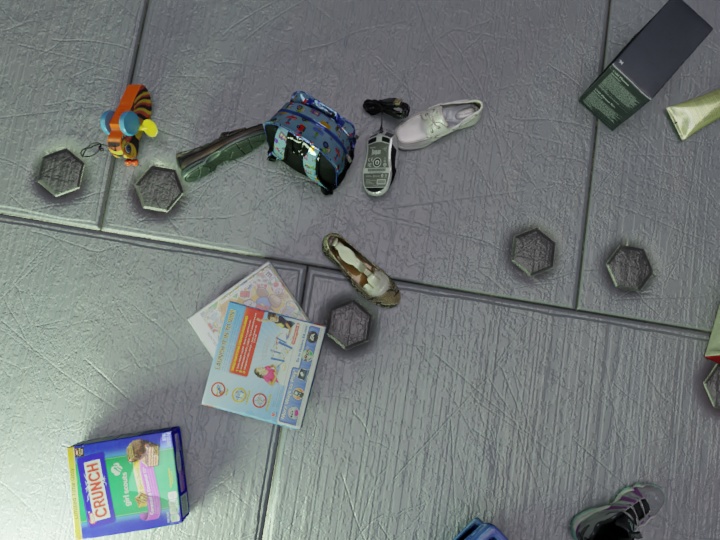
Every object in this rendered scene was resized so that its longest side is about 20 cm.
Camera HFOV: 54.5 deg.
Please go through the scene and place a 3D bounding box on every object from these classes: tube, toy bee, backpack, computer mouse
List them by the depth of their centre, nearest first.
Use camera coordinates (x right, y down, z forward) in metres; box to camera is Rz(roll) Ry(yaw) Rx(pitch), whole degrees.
[{"bbox_3d":[-0.096,-0.259,1.355,0.181,0.200,0.136,32,82,3],"label":"backpack"},{"bbox_3d":[-0.477,-0.271,1.405,0.130,0.109,0.200,28,67,33],"label":"toy bee"},{"bbox_3d":[0.046,-0.250,1.430,0.108,0.044,0.204,6,89,33],"label":"computer mouse"},{"bbox_3d":[0.750,-0.351,1.480,0.198,0.052,0.058,-26,42,-2],"label":"tube"}]

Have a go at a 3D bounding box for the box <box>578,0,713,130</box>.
[{"bbox_3d":[0.568,-0.412,1.410,0.104,0.182,0.200,42,83,4],"label":"box"}]

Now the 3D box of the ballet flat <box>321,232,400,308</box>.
[{"bbox_3d":[0.000,0.000,1.386,0.200,0.075,0.068,43,82,3],"label":"ballet flat"}]

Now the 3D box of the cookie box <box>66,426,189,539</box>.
[{"bbox_3d":[-0.435,0.397,1.315,0.197,0.075,0.174,-9,83,-3],"label":"cookie box"}]

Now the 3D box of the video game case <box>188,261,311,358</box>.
[{"bbox_3d":[-0.212,0.113,1.389,0.199,0.023,0.183,-35,85,-6],"label":"video game case"}]

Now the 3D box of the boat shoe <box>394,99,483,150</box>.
[{"bbox_3d":[0.159,-0.310,1.437,0.198,0.069,0.072,-24,87,-4],"label":"boat shoe"}]

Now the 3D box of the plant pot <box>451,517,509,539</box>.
[{"bbox_3d":[0.219,0.584,1.262,0.200,0.180,0.200,-42,86,-7],"label":"plant pot"}]

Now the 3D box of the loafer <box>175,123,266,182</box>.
[{"bbox_3d":[-0.283,-0.253,1.415,0.198,0.072,0.063,-29,78,-4],"label":"loafer"}]

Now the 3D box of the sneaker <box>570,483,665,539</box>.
[{"bbox_3d":[0.503,0.470,1.307,0.198,0.140,0.079,-27,84,-5],"label":"sneaker"}]

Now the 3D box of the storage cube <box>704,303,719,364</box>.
[{"bbox_3d":[0.811,0.120,1.352,0.177,0.171,0.203,22,82,1],"label":"storage cube"}]

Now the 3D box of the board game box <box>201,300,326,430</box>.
[{"bbox_3d":[-0.182,0.181,1.342,0.193,0.056,0.203,15,83,1],"label":"board game box"}]
